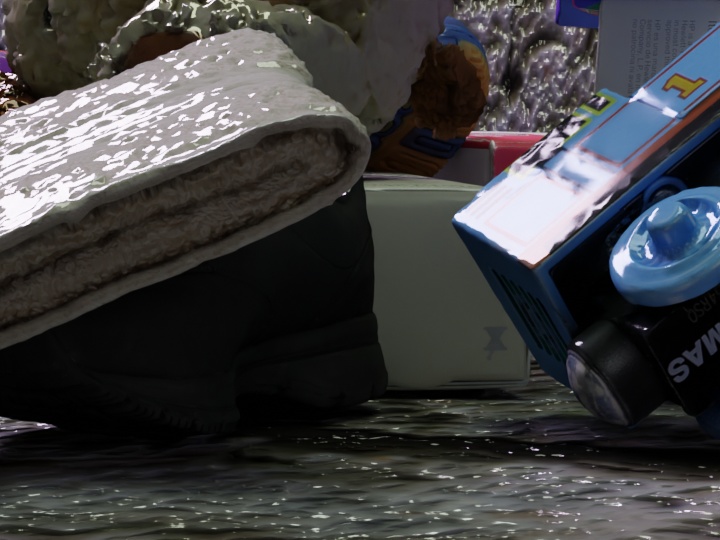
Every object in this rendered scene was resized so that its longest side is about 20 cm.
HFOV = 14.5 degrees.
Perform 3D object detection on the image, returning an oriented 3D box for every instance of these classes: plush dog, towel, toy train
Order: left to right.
[{"bbox_3d":[-0.101,-0.012,0.754,0.199,0.035,0.133,-23,19,-5],"label":"towel"},{"bbox_3d":[-0.057,-0.102,1.046,0.171,0.201,0.160,7,-20,34],"label":"plush dog"},{"bbox_3d":[0.129,-0.032,0.859,0.200,0.087,0.114,-40,33,-10],"label":"toy train"}]

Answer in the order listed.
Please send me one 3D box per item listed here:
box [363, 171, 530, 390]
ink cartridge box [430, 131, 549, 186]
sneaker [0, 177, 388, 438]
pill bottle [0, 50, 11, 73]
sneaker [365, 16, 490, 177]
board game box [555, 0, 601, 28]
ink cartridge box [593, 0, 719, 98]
[{"bbox_3d":[0.000,0.000,1.027,0.082,0.069,0.200,0,3,-13],"label":"box"},{"bbox_3d":[0.095,-0.017,1.229,0.199,0.085,0.145,0,4,-34],"label":"ink cartridge box"},{"bbox_3d":[-0.053,0.001,0.827,0.076,0.091,0.200,4,5,21],"label":"sneaker"},{"bbox_3d":[-0.181,-0.032,1.092,0.111,0.112,0.200,3,4,19],"label":"pill bottle"},{"bbox_3d":[-0.026,-0.062,1.164,0.075,0.088,0.200,23,-42,-34],"label":"sneaker"},{"bbox_3d":[0.170,-0.111,1.002,0.199,0.045,0.134,5,-3,3],"label":"board game box"},{"bbox_3d":[0.191,-0.022,0.972,0.199,0.129,0.125,4,-2,24],"label":"ink cartridge box"}]
